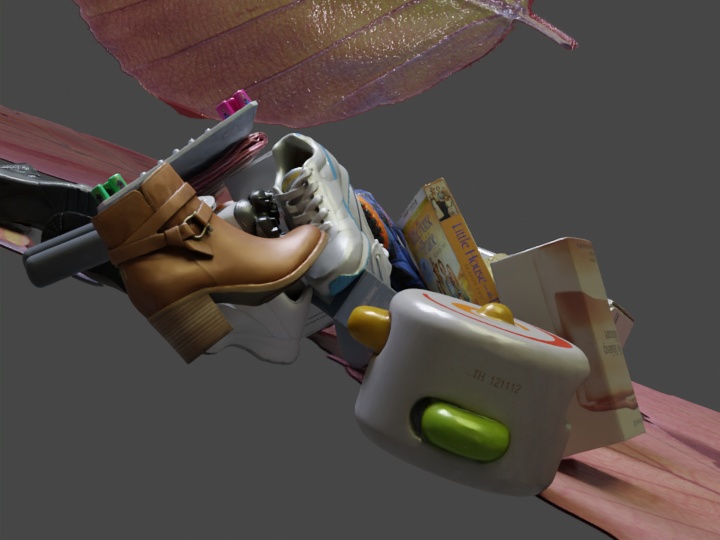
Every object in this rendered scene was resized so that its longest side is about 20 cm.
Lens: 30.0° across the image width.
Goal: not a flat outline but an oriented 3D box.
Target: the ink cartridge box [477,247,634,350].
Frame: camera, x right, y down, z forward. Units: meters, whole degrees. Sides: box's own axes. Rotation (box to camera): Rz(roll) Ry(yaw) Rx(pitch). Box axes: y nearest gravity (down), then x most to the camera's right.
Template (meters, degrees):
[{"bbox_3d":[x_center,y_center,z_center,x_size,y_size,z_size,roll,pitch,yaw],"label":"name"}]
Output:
[{"bbox_3d":[0.200,0.080,1.579,0.198,0.148,0.083,24,-3,36],"label":"ink cartridge box"}]

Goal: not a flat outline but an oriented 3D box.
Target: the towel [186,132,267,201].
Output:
[{"bbox_3d":[-0.193,-0.081,1.545,0.023,0.144,0.200,51,-33,0],"label":"towel"}]

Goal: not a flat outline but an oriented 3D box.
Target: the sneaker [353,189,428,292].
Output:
[{"bbox_3d":[0.034,-0.008,1.508,0.074,0.202,0.079,-19,20,22],"label":"sneaker"}]

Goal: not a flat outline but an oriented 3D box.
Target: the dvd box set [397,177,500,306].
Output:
[{"bbox_3d":[0.105,0.015,1.424,0.029,0.202,0.146,-23,-7,-14],"label":"dvd box set"}]

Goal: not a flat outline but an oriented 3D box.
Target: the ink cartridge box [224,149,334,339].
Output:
[{"bbox_3d":[-0.061,-0.035,1.546,0.082,0.202,0.146,-26,-3,15],"label":"ink cartridge box"}]

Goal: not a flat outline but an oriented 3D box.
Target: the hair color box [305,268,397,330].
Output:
[{"bbox_3d":[0.043,0.066,1.358,0.199,0.061,0.099,37,-2,-26],"label":"hair color box"}]

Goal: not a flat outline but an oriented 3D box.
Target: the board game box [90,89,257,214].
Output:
[{"bbox_3d":[-0.206,-0.108,1.461,0.026,0.199,0.200,53,-14,3],"label":"board game box"}]

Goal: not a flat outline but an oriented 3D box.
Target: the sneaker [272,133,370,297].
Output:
[{"bbox_3d":[-0.047,-0.054,1.326,0.081,0.076,0.201,41,21,-38],"label":"sneaker"}]

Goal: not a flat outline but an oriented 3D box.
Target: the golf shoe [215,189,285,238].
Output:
[{"bbox_3d":[-0.113,-0.007,1.350,0.093,0.079,0.201,-17,-35,-1],"label":"golf shoe"}]

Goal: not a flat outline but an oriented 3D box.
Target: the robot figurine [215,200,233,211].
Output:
[{"bbox_3d":[-0.122,-0.022,1.663,0.116,0.146,0.199,-24,-22,32],"label":"robot figurine"}]

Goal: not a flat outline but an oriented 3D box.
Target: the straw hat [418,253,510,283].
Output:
[{"bbox_3d":[0.151,0.033,1.516,0.084,0.204,0.201,-22,23,-20],"label":"straw hat"}]

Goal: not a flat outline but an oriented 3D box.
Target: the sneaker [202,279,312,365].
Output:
[{"bbox_3d":[-0.125,0.032,1.272,0.074,0.088,0.199,32,14,37],"label":"sneaker"}]

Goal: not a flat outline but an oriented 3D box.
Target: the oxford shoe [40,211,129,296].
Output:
[{"bbox_3d":[-0.226,-0.004,1.386,0.198,0.073,0.084,26,-5,14],"label":"oxford shoe"}]

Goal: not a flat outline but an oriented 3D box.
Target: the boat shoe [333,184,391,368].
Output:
[{"bbox_3d":[0.000,0.000,1.438,0.065,0.203,0.073,-13,10,-34],"label":"boat shoe"}]

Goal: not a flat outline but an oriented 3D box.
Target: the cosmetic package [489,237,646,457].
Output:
[{"bbox_3d":[0.205,0.077,1.319,0.086,0.203,0.103,-18,-7,22],"label":"cosmetic package"}]

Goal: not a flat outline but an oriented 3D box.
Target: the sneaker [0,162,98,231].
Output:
[{"bbox_3d":[-0.370,-0.082,1.603,0.196,0.077,0.114,13,13,-8],"label":"sneaker"}]

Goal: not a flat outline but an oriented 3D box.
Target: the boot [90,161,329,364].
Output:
[{"bbox_3d":[-0.133,-0.030,1.203,0.156,0.199,0.077,54,-28,-2],"label":"boot"}]

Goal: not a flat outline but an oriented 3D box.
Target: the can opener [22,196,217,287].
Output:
[{"bbox_3d":[-0.227,-0.026,1.302,0.197,0.067,0.053,-19,20,-15],"label":"can opener"}]

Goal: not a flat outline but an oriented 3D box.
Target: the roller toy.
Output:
[{"bbox_3d":[0.095,0.095,1.143,0.181,0.142,0.199,15,6,-40],"label":"roller toy"}]
